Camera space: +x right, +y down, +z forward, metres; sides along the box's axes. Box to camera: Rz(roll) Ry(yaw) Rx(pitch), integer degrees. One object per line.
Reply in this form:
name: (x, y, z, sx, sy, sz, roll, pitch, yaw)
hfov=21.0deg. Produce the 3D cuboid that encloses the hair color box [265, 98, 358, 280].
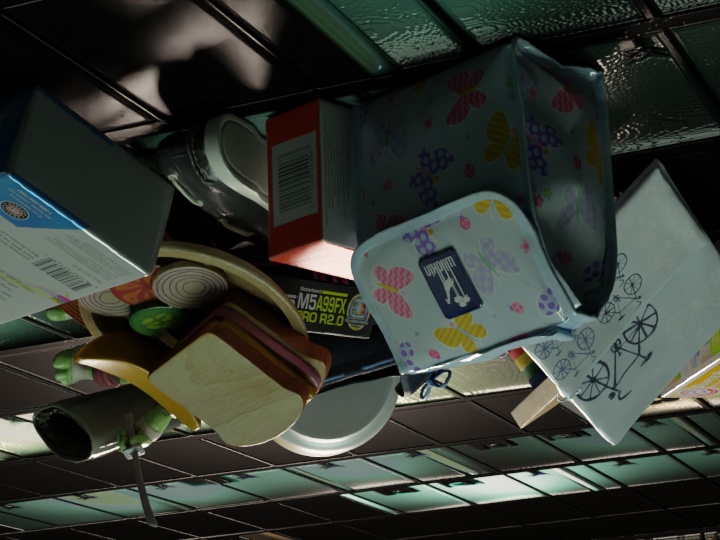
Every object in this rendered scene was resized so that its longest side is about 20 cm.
hair color box: (0.019, -0.049, 1.468, 0.064, 0.111, 0.200, -17, 158, 42)

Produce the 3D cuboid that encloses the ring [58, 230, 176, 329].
ring: (-0.207, 0.003, 1.559, 0.200, 0.019, 0.201, 22, 143, 17)

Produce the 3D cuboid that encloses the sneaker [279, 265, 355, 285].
sneaker: (0.000, 0.000, 1.700, 0.199, 0.074, 0.087, -13, 162, 16)

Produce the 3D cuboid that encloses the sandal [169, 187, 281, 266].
sandal: (-0.082, -0.026, 1.586, 0.200, 0.075, 0.045, 12, 114, -47)

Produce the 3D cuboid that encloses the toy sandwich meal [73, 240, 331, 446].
toy sandwich meal: (-0.129, 0.060, 1.498, 0.204, 0.070, 0.206, 9, 142, 7)

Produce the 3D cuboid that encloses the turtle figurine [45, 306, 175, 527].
turtle figurine: (-0.218, 0.088, 1.740, 0.193, 0.200, 0.144, 16, 150, 40)

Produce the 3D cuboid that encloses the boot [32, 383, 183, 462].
boot: (-0.236, 0.131, 1.925, 0.200, 0.073, 0.182, -22, -162, -35)

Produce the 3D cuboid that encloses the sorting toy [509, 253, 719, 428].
sorting toy: (0.223, 0.041, 1.741, 0.198, 0.070, 0.200, -33, 171, -17)

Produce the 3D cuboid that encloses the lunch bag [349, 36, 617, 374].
lunch bag: (0.084, -0.039, 1.357, 0.127, 0.201, 0.169, 13, 158, -43)

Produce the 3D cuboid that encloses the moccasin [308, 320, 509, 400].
moccasin: (0.037, 0.083, 1.726, 0.199, 0.068, 0.081, -5, 158, -1)

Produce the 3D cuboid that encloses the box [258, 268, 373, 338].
box: (-0.112, 0.016, 1.643, 0.199, 0.044, 0.160, 10, -179, 39)

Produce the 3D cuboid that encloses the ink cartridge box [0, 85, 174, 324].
ink cartridge box: (-0.261, -0.041, 1.430, 0.200, 0.085, 0.144, -18, 138, 38)

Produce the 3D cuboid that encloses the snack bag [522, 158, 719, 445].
snack bag: (0.226, 0.036, 1.604, 0.021, 0.189, 0.200, 35, 169, 50)

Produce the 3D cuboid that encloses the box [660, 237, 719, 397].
box: (0.360, 0.049, 1.851, 0.101, 0.113, 0.200, 0, 164, -10)

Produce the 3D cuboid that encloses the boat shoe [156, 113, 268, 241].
boat shoe: (-0.084, -0.059, 1.484, 0.060, 0.074, 0.200, -10, 159, 24)

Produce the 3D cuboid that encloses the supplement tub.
supplement tub: (-0.037, 0.105, 1.865, 0.145, 0.146, 0.200, -2, 173, -4)
